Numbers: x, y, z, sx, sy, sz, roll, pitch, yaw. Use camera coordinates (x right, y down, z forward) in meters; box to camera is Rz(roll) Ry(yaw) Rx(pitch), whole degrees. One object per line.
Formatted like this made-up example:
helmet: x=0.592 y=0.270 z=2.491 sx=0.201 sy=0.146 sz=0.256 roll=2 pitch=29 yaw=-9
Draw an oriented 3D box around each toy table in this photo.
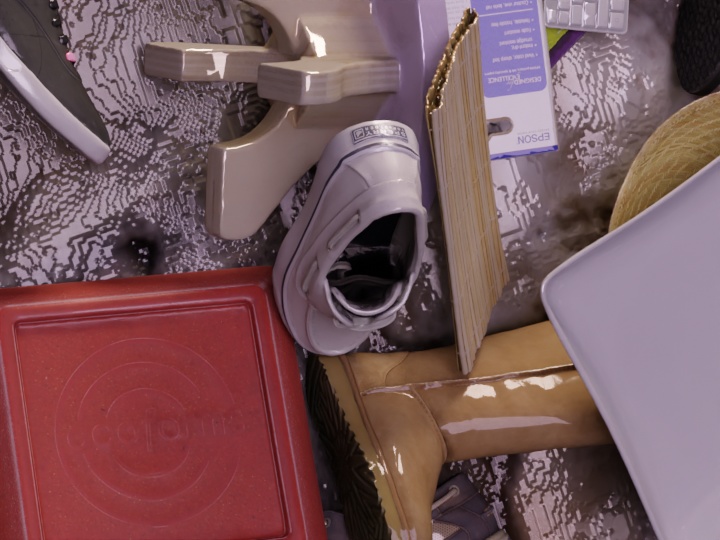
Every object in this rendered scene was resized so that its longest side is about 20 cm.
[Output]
toy table: x=-0.030 y=-0.109 z=1.620 sx=0.117 sy=0.184 sz=0.201 roll=-4 pitch=90 yaw=-31

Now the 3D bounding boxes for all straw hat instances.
straw hat: x=0.210 y=-0.014 z=1.733 sx=0.200 sy=0.085 sz=0.202 roll=-4 pitch=99 yaw=-27

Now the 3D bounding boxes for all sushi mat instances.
sushi mat: x=0.061 y=-0.043 z=1.631 sx=0.012 sy=0.201 sz=0.096 roll=7 pitch=44 yaw=17

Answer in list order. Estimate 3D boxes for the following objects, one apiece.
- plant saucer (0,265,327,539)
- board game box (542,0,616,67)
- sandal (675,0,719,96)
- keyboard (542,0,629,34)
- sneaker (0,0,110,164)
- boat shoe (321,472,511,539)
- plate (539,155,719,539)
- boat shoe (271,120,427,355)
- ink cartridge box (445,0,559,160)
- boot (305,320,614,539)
plant saucer: x=-0.120 y=0.093 z=1.624 sx=0.199 sy=0.037 sz=0.201 roll=-5 pitch=71 yaw=-17
board game box: x=0.121 y=-0.215 z=1.734 sx=0.200 sy=0.032 sz=0.120 roll=-46 pitch=105 yaw=-12
sandal: x=0.244 y=-0.198 z=1.751 sx=0.045 sy=0.075 sz=0.201 roll=22 pitch=81 yaw=-26
keyboard: x=0.138 y=-0.243 z=1.720 sx=0.056 sy=0.011 sz=0.201 roll=3 pitch=89 yaw=-16
sneaker: x=-0.180 y=-0.160 z=1.618 sx=0.099 sy=0.071 sz=0.200 roll=-38 pitch=97 yaw=-8
boat shoe: x=-0.010 y=0.176 z=1.681 sx=0.199 sy=0.074 sz=0.074 roll=-21 pitch=83 yaw=-21
plate: x=0.209 y=0.037 z=1.672 sx=0.199 sy=0.032 sz=0.201 roll=-35 pitch=111 yaw=-20
boat shoe: x=0.000 y=0.000 z=1.590 sx=0.072 sy=0.200 sz=0.066 roll=-2 pitch=57 yaw=-18
ink cartridge box: x=0.057 y=-0.163 z=1.682 sx=0.094 sy=0.037 sz=0.201 roll=-8 pitch=93 yaw=-12
boot: x=0.084 y=0.096 z=1.666 sx=0.199 sy=0.066 sz=0.176 roll=-6 pitch=50 yaw=-16
